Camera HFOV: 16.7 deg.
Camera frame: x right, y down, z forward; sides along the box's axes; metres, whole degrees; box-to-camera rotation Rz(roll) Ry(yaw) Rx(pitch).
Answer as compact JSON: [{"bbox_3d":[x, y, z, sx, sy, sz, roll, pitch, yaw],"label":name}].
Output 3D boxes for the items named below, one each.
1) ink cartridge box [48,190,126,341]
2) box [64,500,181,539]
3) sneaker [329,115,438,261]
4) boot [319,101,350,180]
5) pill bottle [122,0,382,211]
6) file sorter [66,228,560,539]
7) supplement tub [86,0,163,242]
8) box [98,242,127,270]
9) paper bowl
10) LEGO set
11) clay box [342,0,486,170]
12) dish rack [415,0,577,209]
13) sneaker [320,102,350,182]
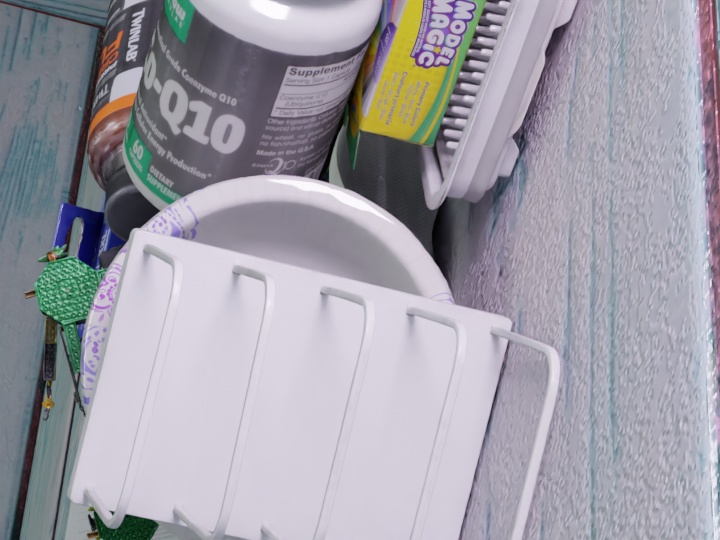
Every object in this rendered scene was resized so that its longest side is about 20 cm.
[{"bbox_3d":[-0.120,0.003,1.726,0.076,0.200,0.137,143,139,-72],"label":"ink cartridge box"},{"bbox_3d":[-0.132,0.227,1.650,0.124,0.097,0.200,55,-151,-44],"label":"box"},{"bbox_3d":[0.000,0.000,1.474,0.200,0.074,0.116,-90,21,-44],"label":"sneaker"},{"bbox_3d":[-0.039,-0.106,1.730,0.200,0.075,0.097,-117,30,-61],"label":"boot"},{"bbox_3d":[-0.054,-0.125,1.330,0.113,0.113,0.200,-89,16,-48],"label":"pill bottle"},{"bbox_3d":[-0.023,0.073,1.184,0.125,0.200,0.139,-161,84,-77],"label":"file sorter"},{"bbox_3d":[-0.127,-0.112,1.660,0.107,0.107,0.200,117,162,-49],"label":"supplement tub"},{"bbox_3d":[-0.096,0.079,1.555,0.141,0.079,0.200,125,123,-77],"label":"box"},{"bbox_3d":[-0.046,0.052,1.313,0.104,0.200,0.201,98,-175,-87],"label":"paper bowl"},{"bbox_3d":[-0.109,0.068,1.422,0.116,0.154,0.200,135,112,-83],"label":"LEGO set"},{"bbox_3d":[0.037,-0.159,1.334,0.115,0.048,0.200,-97,22,-56],"label":"clay box"},{"bbox_3d":[0.073,-0.138,1.359,0.200,0.044,0.172,-96,24,-59],"label":"dish rack"},{"bbox_3d":[-0.018,-0.032,1.577,0.074,0.081,0.200,146,137,-73],"label":"sneaker"}]
